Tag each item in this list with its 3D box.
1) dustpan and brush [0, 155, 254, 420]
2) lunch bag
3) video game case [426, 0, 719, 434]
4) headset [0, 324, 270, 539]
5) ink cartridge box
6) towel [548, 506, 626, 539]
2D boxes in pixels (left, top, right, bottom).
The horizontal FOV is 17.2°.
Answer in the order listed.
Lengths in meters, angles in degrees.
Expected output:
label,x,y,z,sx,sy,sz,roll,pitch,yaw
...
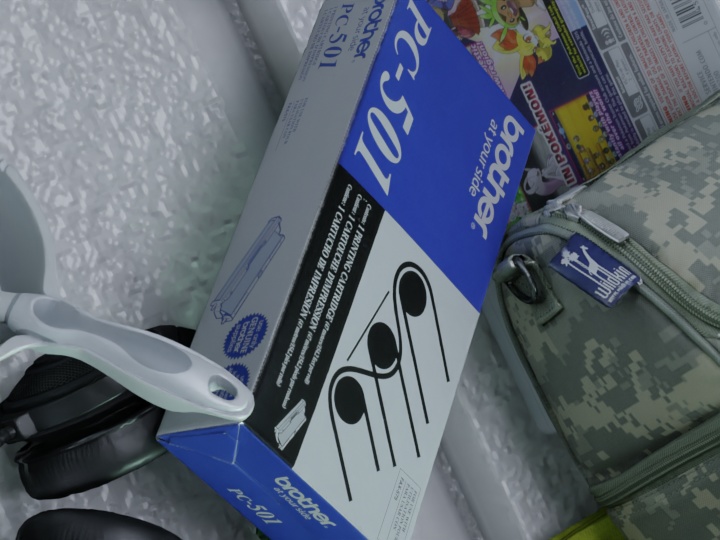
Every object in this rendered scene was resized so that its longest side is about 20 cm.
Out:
label,x,y,z,sx,sy,sz,roll,pitch,yaw
dustpan and brush,-0.129,0.009,0.769,0.199,0.057,0.140,29,49,-2
lunch bag,0.161,0.013,0.941,0.200,0.139,0.168,-34,86,-35
video game case,0.100,-0.056,1.011,0.182,0.023,0.201,-27,93,-36
headset,-0.102,0.082,0.824,0.200,0.094,0.124,9,71,-47
ink cartridge box,0.000,0.000,0.861,0.094,0.044,0.201,45,49,-35
towel,0.131,0.127,0.966,0.200,0.018,0.086,-25,81,-39
